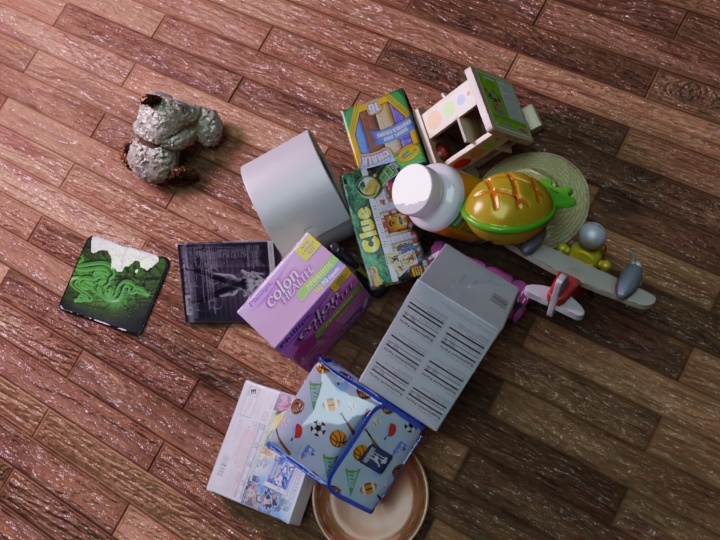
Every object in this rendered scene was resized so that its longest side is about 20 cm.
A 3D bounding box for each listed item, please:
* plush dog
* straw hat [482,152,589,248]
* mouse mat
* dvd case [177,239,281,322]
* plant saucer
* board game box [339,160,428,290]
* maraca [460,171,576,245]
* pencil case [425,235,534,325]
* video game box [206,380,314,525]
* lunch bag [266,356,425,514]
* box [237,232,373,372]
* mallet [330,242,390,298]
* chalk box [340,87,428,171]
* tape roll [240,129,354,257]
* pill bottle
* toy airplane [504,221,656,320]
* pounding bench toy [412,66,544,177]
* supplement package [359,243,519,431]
[{"bbox_3d":[-0.391,-0.253,1.727,0.198,0.160,0.173,21,102,20],"label":"plush dog"},{"bbox_3d":[0.294,-0.135,1.523,0.199,0.085,0.203,-5,71,14],"label":"straw hat"},{"bbox_3d":[-0.481,0.026,1.722,0.198,0.008,0.162,15,77,20],"label":"mouse mat"},{"bbox_3d":[-0.236,0.021,1.618,0.198,0.016,0.150,-1,100,15],"label":"dvd case"},{"bbox_3d":[0.018,0.371,1.460,0.198,0.037,0.202,-4,72,13],"label":"plant saucer"},{"bbox_3d":[0.040,-0.076,1.480,0.104,0.023,0.202,-15,80,-5],"label":"board game box"},{"bbox_3d":[0.248,-0.105,1.390,0.199,0.108,0.137,-23,42,-30],"label":"maraca"},{"bbox_3d":[0.199,0.018,1.497,0.199,0.094,0.091,29,83,19],"label":"pencil case"},{"bbox_3d":[-0.150,0.307,1.504,0.181,0.047,0.202,12,76,33],"label":"video game box"},{"bbox_3d":[-0.019,0.257,1.386,0.199,0.124,0.171,33,90,11],"label":"lunch bag"},{"bbox_3d":[-0.087,0.060,1.501,0.097,0.200,0.176,40,85,23],"label":"box"},{"bbox_3d":[0.000,0.000,1.498,0.041,0.200,0.066,-42,70,5],"label":"mallet"},{"bbox_3d":[0.057,-0.197,1.586,0.123,0.125,0.202,-18,68,8],"label":"chalk box"},{"bbox_3d":[-0.105,-0.127,1.566,0.138,0.203,0.204,-27,68,5],"label":"tape roll"},{"bbox_3d":[0.145,-0.114,1.465,0.110,0.199,0.112,-10,75,40],"label":"pill bottle"},{"bbox_3d":[0.342,-0.009,1.394,0.198,0.200,0.142,8,116,-19],"label":"toy airplane"},{"bbox_3d":[0.214,-0.245,1.568,0.155,0.199,0.125,-33,65,37],"label":"pounding bench toy"},{"bbox_3d":[0.127,0.100,1.383,0.146,0.191,0.201,32,115,7],"label":"supplement package"}]
